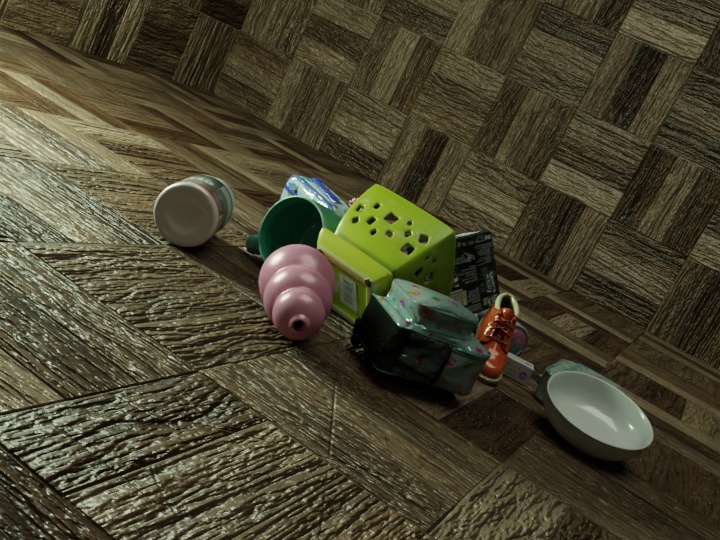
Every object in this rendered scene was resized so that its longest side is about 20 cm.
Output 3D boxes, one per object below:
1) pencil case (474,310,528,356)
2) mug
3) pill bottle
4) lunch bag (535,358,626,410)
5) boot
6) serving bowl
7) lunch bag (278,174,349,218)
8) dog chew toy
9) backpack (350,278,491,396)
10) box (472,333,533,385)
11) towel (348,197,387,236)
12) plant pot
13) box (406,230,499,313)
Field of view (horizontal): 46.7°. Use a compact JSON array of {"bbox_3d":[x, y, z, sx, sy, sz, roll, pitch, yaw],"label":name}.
[{"bbox_3d":[0.293,0.121,1.850,0.083,0.091,0.200,-19,25,-11],"label":"pencil case"},{"bbox_3d":[-0.112,-0.061,1.594,0.185,0.152,0.114,32,6,34],"label":"mug"},{"bbox_3d":[-0.297,-0.115,1.524,0.114,0.114,0.200,26,12,-3],"label":"pill bottle"},{"bbox_3d":[0.434,0.241,1.645,0.160,0.077,0.200,32,13,22],"label":"lunch bag"},{"bbox_3d":[0.258,0.127,1.598,0.075,0.107,0.200,23,38,-3],"label":"boot"},{"bbox_3d":[0.407,0.265,1.463,0.200,0.066,0.200,17,28,-9],"label":"serving bowl"},{"bbox_3d":[-0.104,-0.101,1.740,0.082,0.161,0.200,9,26,-39],"label":"lunch bag"},{"bbox_3d":[-0.098,0.040,1.295,0.124,0.125,0.200,23,21,-15],"label":"dog chew toy"},{"bbox_3d":[0.110,0.112,1.346,0.200,0.154,0.176,30,5,-24],"label":"backpack"},{"bbox_3d":[0.251,0.164,1.677,0.200,0.039,0.041,28,14,7],"label":"box"},{"bbox_3d":[0.043,-0.046,1.715,0.200,0.030,0.146,57,-4,19],"label":"towel"},{"bbox_3d":[0.036,-0.003,1.496,0.199,0.200,0.181,35,53,31],"label":"plant pot"},{"bbox_3d":[0.197,0.012,1.733,0.086,0.164,0.200,-5,7,41],"label":"box"}]
